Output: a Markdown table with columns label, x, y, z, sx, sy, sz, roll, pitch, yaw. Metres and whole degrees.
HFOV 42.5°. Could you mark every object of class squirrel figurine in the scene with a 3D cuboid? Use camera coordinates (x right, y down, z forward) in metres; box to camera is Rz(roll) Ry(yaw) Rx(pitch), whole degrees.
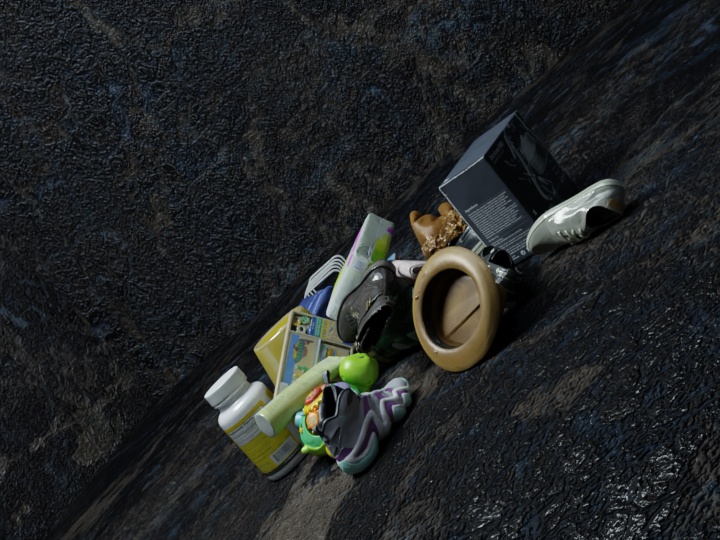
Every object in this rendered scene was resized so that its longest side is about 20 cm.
| label | x | y | z | sx | sy | sz | roll | pitch | yaw |
| --- | --- | --- | --- | --- | --- | --- | --- | --- | --- |
| squirrel figurine | 0.216 | -0.087 | 1.963 | 0.185 | 0.143 | 0.200 | -29 | 16 | 12 |

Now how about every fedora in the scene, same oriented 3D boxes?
| label | x | y | z | sx | sy | sz | roll | pitch | yaw |
| --- | --- | --- | --- | --- | --- | --- | --- | --- | --- |
| fedora | 0.163 | 0.058 | 1.428 | 0.081 | 0.203 | 0.200 | -3 | -18 | -36 |

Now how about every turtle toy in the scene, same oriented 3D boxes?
| label | x | y | z | sx | sy | sz | roll | pitch | yaw |
| --- | --- | --- | --- | --- | --- | --- | --- | --- | --- |
| turtle toy | -0.034 | 0.228 | 1.554 | 0.200 | 0.101 | 0.145 | -46 | 9 | -21 |

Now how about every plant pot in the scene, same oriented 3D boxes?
| label | x | y | z | sx | sy | sz | roll | pitch | yaw |
| --- | --- | --- | --- | --- | --- | --- | --- | --- | --- |
| plant pot | -0.100 | 0.180 | 1.811 | 0.200 | 0.189 | 0.201 | -41 | 7 | 6 |

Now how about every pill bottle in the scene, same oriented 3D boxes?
| label | x | y | z | sx | sy | sz | roll | pitch | yaw |
| --- | --- | --- | --- | --- | --- | --- | --- | --- | --- |
| pill bottle | -0.189 | 0.276 | 1.695 | 0.111 | 0.200 | 0.111 | -40 | 8 | 7 |

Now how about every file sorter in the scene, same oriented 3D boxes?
| label | x | y | z | sx | sy | sz | roll | pitch | yaw |
| --- | --- | --- | --- | --- | --- | --- | --- | --- | --- |
| file sorter | -0.070 | 0.056 | 2.529 | 0.138 | 0.125 | 0.200 | -41 | 9 | 9 |

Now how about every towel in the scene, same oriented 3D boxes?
| label | x | y | z | sx | sy | sz | roll | pitch | yaw |
| --- | --- | --- | --- | --- | --- | --- | --- | --- | --- |
| towel | 0.152 | 0.001 | 1.684 | 0.188 | 0.033 | 0.200 | 3 | 1 | -12 |

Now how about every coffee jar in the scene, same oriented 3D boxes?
| label | x | y | z | sx | sy | sz | roll | pitch | yaw |
| --- | --- | --- | --- | --- | --- | --- | --- | --- | --- |
| coffee jar | 0.073 | 0.100 | 1.702 | 0.199 | 0.084 | 0.106 | -33 | 51 | 47 |

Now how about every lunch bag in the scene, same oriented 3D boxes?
| label | x | y | z | sx | sy | sz | roll | pitch | yaw |
| --- | --- | --- | --- | --- | --- | --- | --- | --- | --- |
| lunch bag | -0.077 | 0.143 | 1.987 | 0.132 | 0.135 | 0.202 | -30 | 35 | 59 |

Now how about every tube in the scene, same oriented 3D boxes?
| label | x | y | z | sx | sy | sz | roll | pitch | yaw |
| --- | --- | --- | --- | --- | --- | --- | --- | --- | --- |
| tube | -0.097 | 0.210 | 1.611 | 0.200 | 0.058 | 0.052 | -41 | -28 | -34 |

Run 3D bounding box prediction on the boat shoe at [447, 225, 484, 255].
| label | x | y | z | sx | sy | sz | roll | pitch | yaw |
| --- | --- | --- | --- | --- | --- | --- | --- | --- | --- |
| boat shoe | 0.203 | -0.037 | 1.832 | 0.074 | 0.063 | 0.200 | -31 | -13 | -34 |

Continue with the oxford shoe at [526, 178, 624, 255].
| label | x | y | z | sx | sy | sz | roll | pitch | yaw |
| --- | --- | --- | --- | --- | --- | --- | --- | --- | --- |
| oxford shoe | 0.339 | -0.072 | 1.472 | 0.199 | 0.074 | 0.058 | -37 | 45 | 43 |

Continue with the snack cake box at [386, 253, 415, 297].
| label | x | y | z | sx | sy | sz | roll | pitch | yaw |
| --- | --- | --- | --- | --- | --- | --- | --- | --- | --- |
| snack cake box | 0.079 | 0.050 | 1.881 | 0.067 | 0.115 | 0.200 | -40 | 8 | 12 |

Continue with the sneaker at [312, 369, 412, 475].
| label | x | y | z | sx | sy | sz | roll | pitch | yaw |
| --- | --- | --- | --- | --- | --- | --- | --- | --- | --- |
| sneaker | -0.006 | 0.199 | 1.424 | 0.077 | 0.140 | 0.200 | -35 | 12 | 41 |

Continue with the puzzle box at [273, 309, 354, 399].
| label | x | y | z | sx | sy | sz | roll | pitch | yaw |
| --- | --- | --- | --- | --- | --- | --- | --- | --- | --- |
| puzzle box | -0.082 | 0.177 | 1.692 | 0.026 | 0.131 | 0.202 | 121 | 161 | -52 |

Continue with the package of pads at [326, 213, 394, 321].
| label | x | y | z | sx | sy | sz | roll | pitch | yaw |
| --- | --- | --- | --- | --- | --- | --- | --- | --- | --- |
| package of pads | 0.000 | 0.000 | 1.783 | 0.201 | 0.067 | 0.156 | -70 | 4 | -63 |

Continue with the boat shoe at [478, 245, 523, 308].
| label | x | y | z | sx | sy | sz | roll | pitch | yaw |
| --- | --- | --- | --- | --- | --- | --- | --- | --- | --- |
| boat shoe | 0.233 | -0.005 | 1.524 | 0.200 | 0.071 | 0.069 | -83 | 4 | -70 |

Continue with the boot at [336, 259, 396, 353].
| label | x | y | z | sx | sy | sz | roll | pitch | yaw |
| --- | --- | --- | --- | --- | --- | --- | --- | --- | --- |
| boot | 0.006 | 0.087 | 1.603 | 0.175 | 0.068 | 0.201 | -84 | 19 | -59 |

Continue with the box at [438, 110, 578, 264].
| label | x | y | z | sx | sy | sz | roll | pitch | yaw |
| --- | --- | --- | --- | --- | --- | --- | --- | --- | --- |
| box | 0.273 | -0.147 | 1.685 | 0.124 | 0.197 | 0.200 | -34 | 12 | 41 |
